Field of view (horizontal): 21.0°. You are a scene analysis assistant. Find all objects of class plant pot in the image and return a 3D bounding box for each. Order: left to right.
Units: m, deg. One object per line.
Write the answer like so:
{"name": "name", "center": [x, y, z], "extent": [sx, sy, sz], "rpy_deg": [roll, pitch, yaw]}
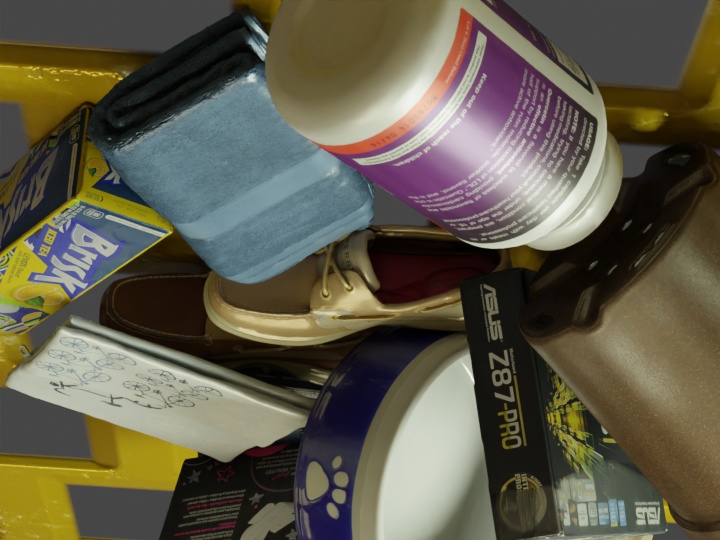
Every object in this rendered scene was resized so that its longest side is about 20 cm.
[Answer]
{"name": "plant pot", "center": [0.208, 0.047, 1.113], "extent": [0.198, 0.201, 0.200], "rpy_deg": [42, 142, -13]}

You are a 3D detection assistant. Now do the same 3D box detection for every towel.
{"name": "towel", "center": [-0.068, -0.062, 1.089], "extent": [0.111, 0.049, 0.200], "rpy_deg": [-28, 151, 7]}

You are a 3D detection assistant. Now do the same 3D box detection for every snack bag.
{"name": "snack bag", "center": [-0.141, 0.086, 1.307], "extent": [0.187, 0.022, 0.200], "rpy_deg": [20, 159, -19]}

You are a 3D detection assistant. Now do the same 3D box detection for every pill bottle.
{"name": "pill bottle", "center": [0.050, -0.083, 0.988], "extent": [0.112, 0.114, 0.199], "rpy_deg": [-16, 148, 34]}

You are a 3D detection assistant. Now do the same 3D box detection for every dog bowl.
{"name": "dog bowl", "center": [0.050, 0.137, 1.277], "extent": [0.078, 0.202, 0.200], "rpy_deg": [10, 165, 42]}

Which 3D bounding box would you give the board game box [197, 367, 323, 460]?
{"name": "board game box", "center": [-0.047, 0.094, 1.425], "extent": [0.198, 0.062, 0.200], "rpy_deg": [8, 156, -15]}

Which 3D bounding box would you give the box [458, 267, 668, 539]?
{"name": "box", "center": [0.131, 0.089, 1.222], "extent": [0.049, 0.163, 0.200], "rpy_deg": [-11, 168, 26]}

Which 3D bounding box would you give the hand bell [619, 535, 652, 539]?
{"name": "hand bell", "center": [0.113, 0.170, 1.459], "extent": [0.199, 0.105, 0.104], "rpy_deg": [23, 148, -25]}

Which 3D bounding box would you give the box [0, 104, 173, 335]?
{"name": "box", "center": [-0.190, -0.026, 1.189], "extent": [0.070, 0.065, 0.199], "rpy_deg": [19, 149, -30]}

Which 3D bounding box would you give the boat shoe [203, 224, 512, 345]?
{"name": "boat shoe", "center": [0.000, 0.000, 1.222], "extent": [0.198, 0.074, 0.069], "rpy_deg": [-4, 153, -8]}

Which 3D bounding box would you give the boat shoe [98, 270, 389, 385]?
{"name": "boat shoe", "center": [-0.073, 0.025, 1.284], "extent": [0.198, 0.076, 0.072], "rpy_deg": [4, 147, -16]}

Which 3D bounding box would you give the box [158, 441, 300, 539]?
{"name": "box", "center": [-0.034, 0.210, 1.419], "extent": [0.198, 0.115, 0.132], "rpy_deg": [-11, 133, 30]}
